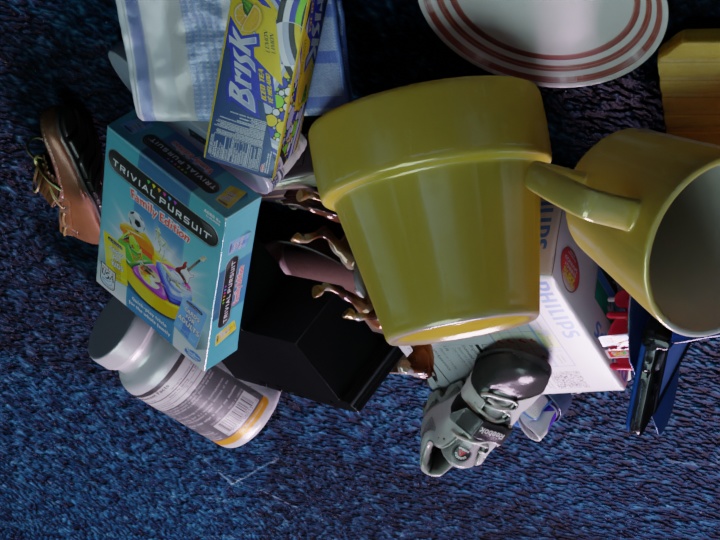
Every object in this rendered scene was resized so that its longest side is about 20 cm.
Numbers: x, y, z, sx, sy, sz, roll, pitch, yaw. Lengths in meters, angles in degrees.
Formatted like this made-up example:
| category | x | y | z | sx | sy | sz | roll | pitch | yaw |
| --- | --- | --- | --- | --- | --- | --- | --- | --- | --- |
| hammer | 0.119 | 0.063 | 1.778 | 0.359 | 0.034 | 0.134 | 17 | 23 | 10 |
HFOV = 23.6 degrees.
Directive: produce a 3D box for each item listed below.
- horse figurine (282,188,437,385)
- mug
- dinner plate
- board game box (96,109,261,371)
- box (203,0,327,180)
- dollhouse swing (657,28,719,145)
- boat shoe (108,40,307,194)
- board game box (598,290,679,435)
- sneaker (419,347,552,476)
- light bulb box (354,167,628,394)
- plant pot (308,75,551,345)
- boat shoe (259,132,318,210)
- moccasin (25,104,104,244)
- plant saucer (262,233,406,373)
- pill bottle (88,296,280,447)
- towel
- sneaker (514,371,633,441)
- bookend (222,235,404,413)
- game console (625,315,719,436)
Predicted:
| category | x | y | z | sx | sy | sz | roll | pitch | yaw |
| --- | --- | --- | --- | --- | --- | --- | --- | --- | --- |
| horse figurine | 0.000 | 0.000 | 1.513 | 0.132 | 0.200 | 0.050 | 17 | 129 | -45 |
| mug | 0.234 | -0.056 | 1.378 | 0.187 | 0.149 | 0.153 | 51 | 172 | -36 |
| dinner plate | 0.142 | -0.215 | 1.351 | 0.199 | 0.024 | 0.200 | 10 | 147 | 7 |
| board game box | -0.170 | -0.027 | 1.564 | 0.151 | 0.047 | 0.200 | 37 | 140 | 23 |
| box | -0.070 | -0.180 | 1.361 | 0.064 | 0.070 | 0.201 | 18 | 118 | 7 |
| dollhouse swing | 0.338 | -0.085 | 1.352 | 0.175 | 0.182 | 0.200 | -11 | 144 | 8 |
| boat shoe | -0.127 | -0.156 | 1.512 | 0.202 | 0.086 | 0.075 | 36 | 160 | 22 |
| board game box | 0.256 | 0.051 | 1.591 | 0.039 | 0.158 | 0.200 | 0 | 146 | 23 |
| sneaker | 0.115 | 0.141 | 1.623 | 0.074 | 0.089 | 0.200 | 24 | 147 | -13 |
| light bulb box | 0.134 | 0.018 | 1.621 | 0.199 | 0.125 | 0.198 | -5 | 143 | 29 |
| plant pot | 0.067 | -0.042 | 1.426 | 0.200 | 0.190 | 0.201 | -9 | 171 | -1 |
| boat shoe | -0.065 | -0.085 | 1.592 | 0.199 | 0.075 | 0.073 | -1 | 145 | 25 |
| moccasin | -0.288 | -0.093 | 1.680 | 0.077 | 0.074 | 0.202 | 2 | 157 | 3 |
| plant saucer | -0.017 | 0.028 | 1.738 | 0.200 | 0.035 | 0.200 | 30 | 154 | 16 |
| pill bottle | -0.193 | 0.104 | 1.900 | 0.200 | 0.117 | 0.116 | 34 | 143 | -28 |
| towel | -0.107 | -0.193 | 1.420 | 0.199 | 0.024 | 0.147 | 1 | 112 | 19 |
| sneaker | 0.215 | 0.112 | 1.714 | 0.199 | 0.147 | 0.081 | 6 | 147 | 14 |
| bookend | -0.089 | 0.025 | 1.668 | 0.198 | 0.092 | 0.200 | 10 | 145 | 49 |
| game console | 0.321 | 0.042 | 1.489 | 0.118 | 0.200 | 0.171 | 18 | 128 | 19 |
